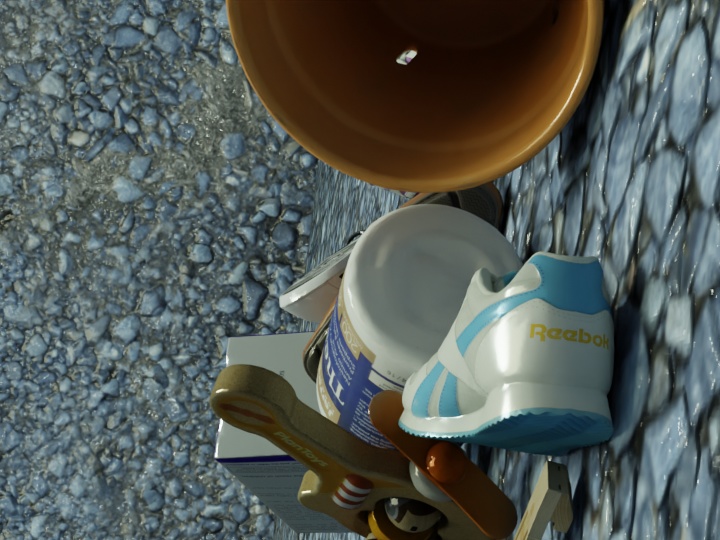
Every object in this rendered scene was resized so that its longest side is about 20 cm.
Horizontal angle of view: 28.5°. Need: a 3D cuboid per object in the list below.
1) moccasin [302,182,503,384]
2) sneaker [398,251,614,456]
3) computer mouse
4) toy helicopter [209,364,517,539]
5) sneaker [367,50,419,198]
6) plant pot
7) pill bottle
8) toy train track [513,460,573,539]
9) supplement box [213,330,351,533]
[{"bbox_3d":[0.035,0.008,0.987,0.202,0.073,0.078,-59,-8,34],"label":"moccasin"},{"bbox_3d":[0.072,0.045,0.692,0.200,0.075,0.082,147,131,-71],"label":"sneaker"},{"bbox_3d":[0.000,0.000,1.107,0.109,0.044,0.200,-28,7,31],"label":"computer mouse"},{"bbox_3d":[0.001,0.110,0.796,0.131,0.199,0.080,-19,44,45],"label":"toy helicopter"},{"bbox_3d":[0.047,-0.144,0.985,0.073,0.112,0.203,-92,13,-68],"label":"sneaker"},{"bbox_3d":[0.040,-0.163,0.775,0.140,0.197,0.202,-61,-15,-58],"label":"plant pot"},{"bbox_3d":[0.031,0.056,0.885,0.201,0.109,0.112,106,170,-58],"label":"pill bottle"},{"bbox_3d":[0.074,0.184,0.705,0.115,0.032,0.202,-78,4,-62],"label":"toy train track"},{"bbox_3d":[-0.033,0.136,1.144,0.200,0.102,0.103,57,-147,-57],"label":"supplement box"}]
